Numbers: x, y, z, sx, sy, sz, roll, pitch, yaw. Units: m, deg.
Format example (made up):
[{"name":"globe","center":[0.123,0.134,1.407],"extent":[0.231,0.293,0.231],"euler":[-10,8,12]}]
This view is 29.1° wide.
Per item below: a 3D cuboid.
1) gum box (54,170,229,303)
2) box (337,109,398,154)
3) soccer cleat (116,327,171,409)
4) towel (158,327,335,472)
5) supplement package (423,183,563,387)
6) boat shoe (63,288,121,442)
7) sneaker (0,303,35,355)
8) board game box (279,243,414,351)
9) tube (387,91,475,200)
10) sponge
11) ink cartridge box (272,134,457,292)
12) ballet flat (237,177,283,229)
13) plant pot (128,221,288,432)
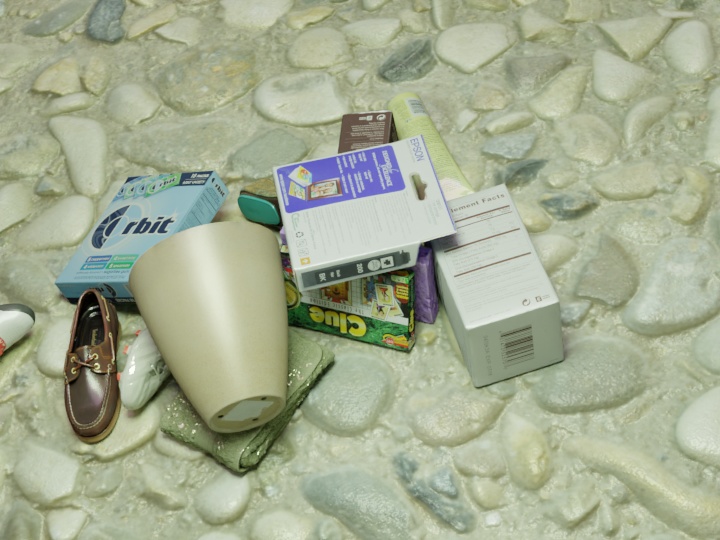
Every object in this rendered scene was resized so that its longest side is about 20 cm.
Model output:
[{"name":"gum box","center":[-0.288,-0.045,1.833],"extent":[0.169,0.045,0.201],"euler":[-1,46,38]},{"name":"box","center":[0.009,-0.103,1.815],"extent":[0.074,0.101,0.201],"euler":[-4,48,10]},{"name":"soccer cleat","center":[-0.237,0.090,1.728],"extent":[0.077,0.070,0.201],"euler":[11,50,17]},{"name":"towel","center":[-0.139,0.142,1.680],"extent":[0.147,0.037,0.200],"euler":[21,58,28]},{"name":"supplement package","center":[0.156,0.016,1.668],"extent":[0.116,0.117,0.201],"euler":[-17,48,-2]},{"name":"boat shoe","center":[-0.338,0.115,1.726],"extent":[0.070,0.071,0.201],"euler":[-10,50,2]},{"name":"sneaker","center":[-0.501,0.123,1.759],"extent":[0.200,0.067,0.108],"euler":[-21,50,-1]},{"name":"board game box","center":[-0.028,0.031,1.705],"extent":[0.198,0.106,0.023],"euler":[11,35,22]},{"name":"tube","center":[0.088,-0.158,1.882],"extent":[0.058,0.052,0.201],"euler":[-45,47,26]},{"name":"sponge","center":[0.000,0.000,1.720],"extent":[0.198,0.112,0.030],"euler":[13,51,22]},{"name":"ink cartridge box","center":[0.003,-0.073,1.681],"extent":[0.198,0.044,0.199],"euler":[-13,43,-1]},{"name":"ballet flat","center":[-0.086,-0.080,1.820],"extent":[0.071,0.071,0.199],"euler":[-40,37,-21]},{"name":"plant pot","center":[-0.158,0.078,1.613],"extent":[0.186,0.188,0.201],"euler":[-17,63,-3]}]
